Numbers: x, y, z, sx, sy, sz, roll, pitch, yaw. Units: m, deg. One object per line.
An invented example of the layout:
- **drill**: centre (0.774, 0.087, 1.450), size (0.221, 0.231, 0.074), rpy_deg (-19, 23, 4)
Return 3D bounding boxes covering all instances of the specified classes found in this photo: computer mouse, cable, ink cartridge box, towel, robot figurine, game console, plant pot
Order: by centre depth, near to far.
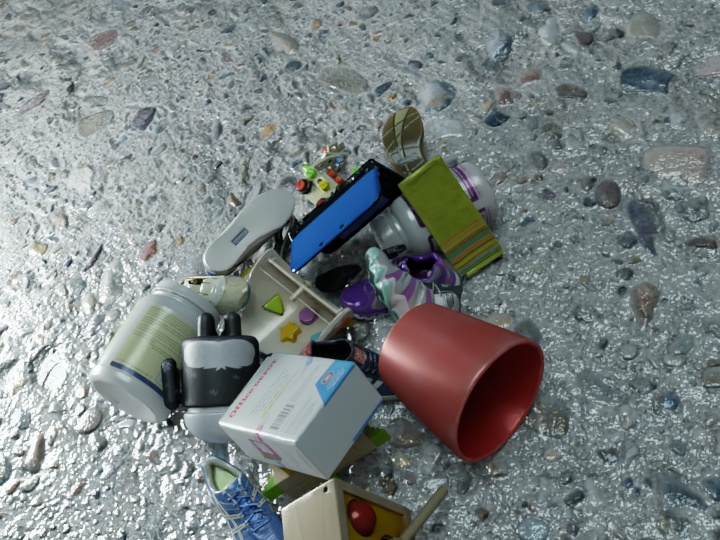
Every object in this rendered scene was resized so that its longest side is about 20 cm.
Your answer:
- **ink cartridge box**: centre (-0.087, 0.200, 1.458), size (0.200, 0.085, 0.145), rpy_deg (3, 48, 51)
- **plant pot**: centre (0.136, 0.146, 1.478), size (0.177, 0.201, 0.200), rpy_deg (32, 68, 35)
- **robot figurine**: centre (-0.217, 0.166, 1.596), size (0.150, 0.125, 0.201), rpy_deg (-6, 83, 32)
- **towel**: centre (0.148, -0.084, 1.663), size (0.086, 0.200, 0.018), rpy_deg (-37, 19, -3)
- **game console**: centre (-0.014, -0.073, 1.687), size (0.200, 0.171, 0.118), rpy_deg (-39, 57, 20)
- **computer mouse**: centre (0.000, 0.000, 1.689), size (0.200, 0.059, 0.034), rpy_deg (-24, 79, 43)
- **cable**: centre (-0.151, -0.030, 1.796), size (0.097, 0.050, 0.200), rpy_deg (-5, 52, 41)

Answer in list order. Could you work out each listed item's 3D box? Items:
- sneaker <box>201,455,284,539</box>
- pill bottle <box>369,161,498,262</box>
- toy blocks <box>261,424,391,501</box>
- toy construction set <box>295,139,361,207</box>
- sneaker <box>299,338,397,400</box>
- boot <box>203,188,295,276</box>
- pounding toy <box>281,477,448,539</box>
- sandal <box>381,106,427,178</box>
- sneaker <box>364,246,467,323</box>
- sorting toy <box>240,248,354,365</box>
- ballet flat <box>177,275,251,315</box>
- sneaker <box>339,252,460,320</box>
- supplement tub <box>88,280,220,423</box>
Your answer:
- **sneaker**: centre (-0.173, 0.349, 1.501), size (0.076, 0.077, 0.200), rpy_deg (-41, 54, -17)
- **pill bottle**: centre (0.121, -0.091, 1.722), size (0.200, 0.112, 0.112), rpy_deg (-28, 50, -5)
- **toy blocks**: centre (-0.066, 0.242, 1.541), size (0.200, 0.100, 0.137), rpy_deg (-33, 40, 9)
- **toy construction set**: centre (-0.037, -0.162, 1.843), size (0.131, 0.092, 0.200), rpy_deg (-50, 43, 9)
- **sneaker**: centre (0.004, 0.144, 1.564), size (0.199, 0.085, 0.075), rpy_deg (4, 55, -8)
- **boot**: centre (-0.200, -0.064, 1.813), size (0.200, 0.090, 0.073), rpy_deg (-41, 87, -15)
- **pounding toy**: centre (0.018, 0.370, 1.364), size (0.142, 0.200, 0.184), rpy_deg (-35, 44, 28)
- **sandal**: centre (0.091, -0.205, 1.865), size (0.080, 0.054, 0.200), rpy_deg (-19, 64, 11)
- **sneaker**: centre (0.102, 0.030, 1.608), size (0.140, 0.200, 0.078), rpy_deg (-29, 11, -8)
- **sorting toy**: centre (-0.126, 0.097, 1.674), size (0.200, 0.107, 0.180), rpy_deg (36, 79, 34)
- **ballet flat**: centre (-0.254, 0.039, 1.726), size (0.200, 0.062, 0.068), rpy_deg (-4, 73, 56)
- **sneaker**: centre (0.058, 0.017, 1.675), size (0.200, 0.089, 0.081), rpy_deg (-13, 52, 9)
- **supplement tub**: centre (-0.330, 0.131, 1.676), size (0.145, 0.145, 0.200), rpy_deg (15, 59, 27)
